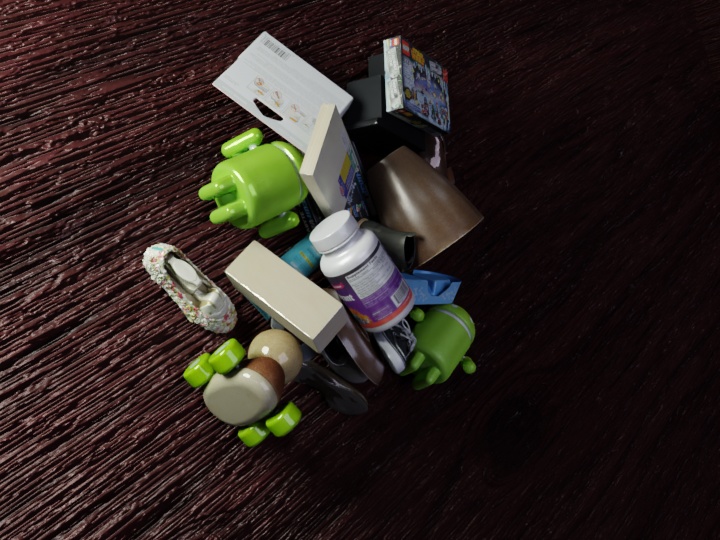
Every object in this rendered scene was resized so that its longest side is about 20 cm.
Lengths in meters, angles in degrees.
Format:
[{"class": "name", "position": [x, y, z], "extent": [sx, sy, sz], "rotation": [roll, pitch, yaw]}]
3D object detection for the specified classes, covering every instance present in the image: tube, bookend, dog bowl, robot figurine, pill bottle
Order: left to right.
[{"class": "robot figurine", "position": [-0.166, -0.144, 1.178], "extent": [0.200, 0.115, 0.176], "rotation": [-31, 100, -36]}, {"class": "tube", "position": [-0.116, -0.006, 1.245], "extent": [0.200, 0.050, 0.078], "rotation": [-44, 110, -10]}, {"class": "pill bottle", "position": [0.000, 0.000, 1.213], "extent": [0.112, 0.111, 0.200], "rotation": [-50, 117, -32]}, {"class": "bookend", "position": [0.041, -0.344, 1.368], "extent": [0.200, 0.092, 0.200], "rotation": [10, 77, -58]}, {"class": "dog bowl", "position": [0.117, 0.034, 1.423], "extent": [0.199, 0.111, 0.050], "rotation": [0, 102, -43]}, {"class": "robot figurine", "position": [0.158, 0.148, 1.439], "extent": [0.175, 0.116, 0.200], "rotation": [43, 57, -2]}]

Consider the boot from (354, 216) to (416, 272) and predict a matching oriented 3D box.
[{"class": "boot", "position": [0.039, 0.010, 1.310], "extent": [0.077, 0.138, 0.201], "rotation": [-30, 125, -46]}]

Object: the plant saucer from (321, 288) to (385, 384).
[{"class": "plant saucer", "position": [-0.009, 0.110, 1.264], "extent": [0.032, 0.200, 0.201], "rotation": [-32, 112, 4]}]

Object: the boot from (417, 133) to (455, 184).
[{"class": "boot", "position": [0.102, -0.206, 1.470], "extent": [0.200, 0.064, 0.187], "rotation": [-38, 108, -32]}]

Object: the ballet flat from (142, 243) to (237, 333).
[{"class": "ballet flat", "position": [-0.263, 0.033, 1.123], "extent": [0.200, 0.064, 0.076], "rotation": [45, 58, -29]}]

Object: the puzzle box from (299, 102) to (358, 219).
[{"class": "puzzle box", "position": [-0.051, -0.178, 1.217], "extent": [0.200, 0.025, 0.134], "rotation": [62, 41, -67]}]

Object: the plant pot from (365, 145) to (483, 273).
[{"class": "plant pot", "position": [0.102, -0.129, 1.347], "extent": [0.187, 0.187, 0.201], "rotation": [-38, 93, -37]}]

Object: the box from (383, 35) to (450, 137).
[{"class": "box", "position": [0.112, -0.349, 1.356], "extent": [0.200, 0.040, 0.138], "rotation": [7, 79, -57]}]

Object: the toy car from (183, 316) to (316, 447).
[{"class": "toy car", "position": [-0.156, 0.154, 1.161], "extent": [0.165, 0.157, 0.200], "rotation": [50, 43, -12]}]

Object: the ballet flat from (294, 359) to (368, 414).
[{"class": "ballet flat", "position": [-0.060, 0.206, 1.290], "extent": [0.200, 0.067, 0.047], "rotation": [37, 33, -29]}]

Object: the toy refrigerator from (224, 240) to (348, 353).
[{"class": "toy refrigerator", "position": [-0.121, 0.043, 1.156], "extent": [0.076, 0.199, 0.070], "rotation": [-49, 156, -17]}]

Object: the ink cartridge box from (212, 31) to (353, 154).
[{"class": "ink cartridge box", "position": [-0.134, -0.300, 1.223], "extent": [0.199, 0.044, 0.174], "rotation": [36, 56, -4]}]

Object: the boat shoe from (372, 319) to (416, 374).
[{"class": "boat shoe", "position": [0.068, 0.131, 1.311], "extent": [0.068, 0.199, 0.074], "rotation": [-29, 98, 0]}]

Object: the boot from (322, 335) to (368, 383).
[{"class": "boot", "position": [-0.042, 0.145, 1.251], "extent": [0.070, 0.132, 0.200], "rotation": [-40, 108, 1]}]

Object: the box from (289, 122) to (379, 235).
[{"class": "box", "position": [-0.058, -0.161, 1.331], "extent": [0.159, 0.046, 0.201], "rotation": [-31, 106, -39]}]
